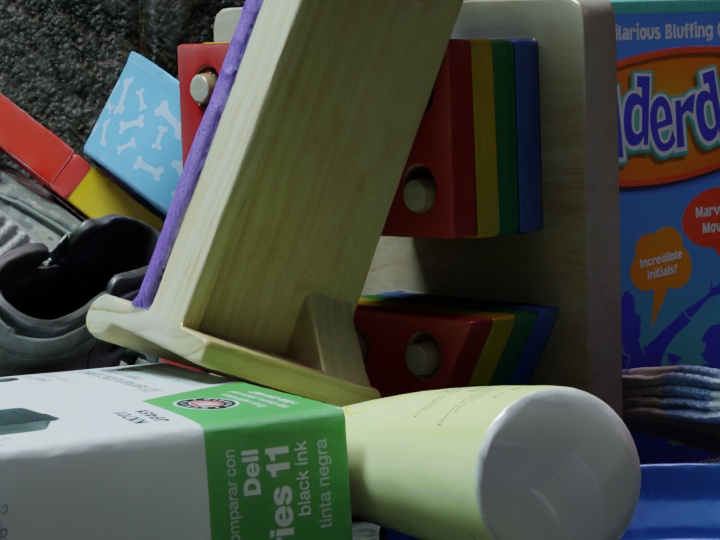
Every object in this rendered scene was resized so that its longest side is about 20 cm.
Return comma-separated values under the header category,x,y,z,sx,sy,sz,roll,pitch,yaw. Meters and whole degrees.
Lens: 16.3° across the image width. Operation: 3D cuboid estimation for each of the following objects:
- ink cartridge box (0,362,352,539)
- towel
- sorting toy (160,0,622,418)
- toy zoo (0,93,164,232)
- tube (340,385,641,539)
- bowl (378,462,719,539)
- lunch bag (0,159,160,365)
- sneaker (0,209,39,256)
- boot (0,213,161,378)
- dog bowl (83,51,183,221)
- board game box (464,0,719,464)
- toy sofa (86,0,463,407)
category,x,y,z,sx,sy,sz,roll,pitch,yaw
ink cartridge box,-0.121,0.082,0.751,0.199,0.083,0.147,-5,6,-27
towel,0.184,0.063,0.874,0.147,0.024,0.200,18,-8,-20
sorting toy,0.000,0.000,0.943,0.069,0.199,0.200,-7,8,-43
toy zoo,-0.139,-0.046,1.162,0.200,0.020,0.131,39,-4,-8
tube,0.017,0.057,0.764,0.058,0.052,0.200,41,-14,-15
bowl,0.106,0.096,0.772,0.200,0.040,0.201,-2,6,0
lunch bag,-0.180,0.015,1.161,0.167,0.140,0.200,21,0,-13
sneaker,-0.213,-0.007,0.966,0.114,0.073,0.200,-26,-46,19
boot,-0.103,0.036,0.931,0.068,0.131,0.200,39,20,8
dog bowl,-0.069,-0.036,1.142,0.111,0.050,0.200,38,-4,7
board game box,0.107,-0.008,0.992,0.152,0.201,0.045,-7,8,-36
toy sofa,-0.022,-0.060,0.842,0.083,0.200,0.097,19,1,-43
